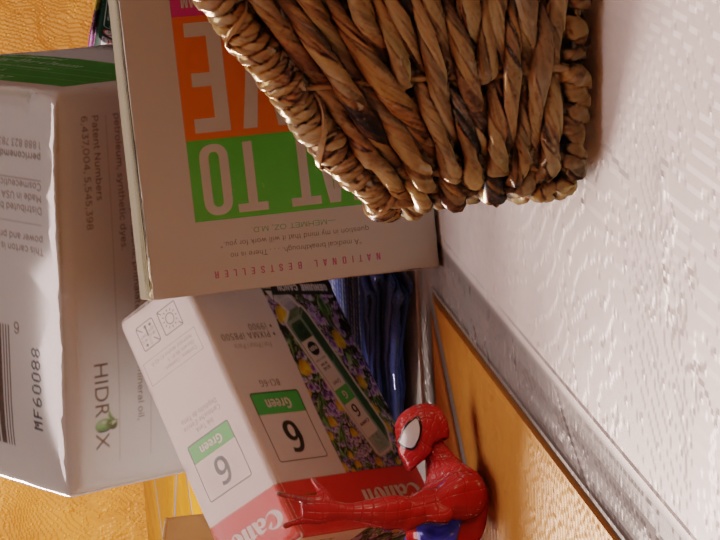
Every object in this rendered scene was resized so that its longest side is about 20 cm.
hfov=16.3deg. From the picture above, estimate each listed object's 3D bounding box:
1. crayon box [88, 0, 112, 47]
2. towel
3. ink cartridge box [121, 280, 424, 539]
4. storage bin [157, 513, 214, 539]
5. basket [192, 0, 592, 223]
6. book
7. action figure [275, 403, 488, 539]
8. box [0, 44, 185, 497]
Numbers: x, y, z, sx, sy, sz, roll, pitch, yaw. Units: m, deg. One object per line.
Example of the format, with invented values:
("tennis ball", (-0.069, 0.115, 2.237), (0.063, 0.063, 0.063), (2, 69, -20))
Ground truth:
("crayon box", (-0.097, -0.193, 1.424), (0.200, 0.058, 0.173), (125, 166, -76))
("towel", (0.000, 0.000, 1.285), (0.200, 0.024, 0.145), (-104, 10, -50))
("ink cartridge box", (-0.023, 0.097, 1.151), (0.050, 0.109, 0.200), (-37, 70, 31))
("storage bin", (-0.092, 0.309, 1.823), (0.199, 0.093, 0.200), (-104, 12, -45))
("basket", (-0.013, -0.094, 0.880), (0.200, 0.148, 0.143), (-116, 22, -63))
("book", (-0.041, -0.094, 1.105), (0.048, 0.133, 0.201), (-179, 82, -79))
("action figure", (0.015, 0.156, 1.048), (0.065, 0.099, 0.201), (123, 142, -74))
("box", (-0.139, -0.008, 1.282), (0.199, 0.171, 0.201), (10, 104, 47))
